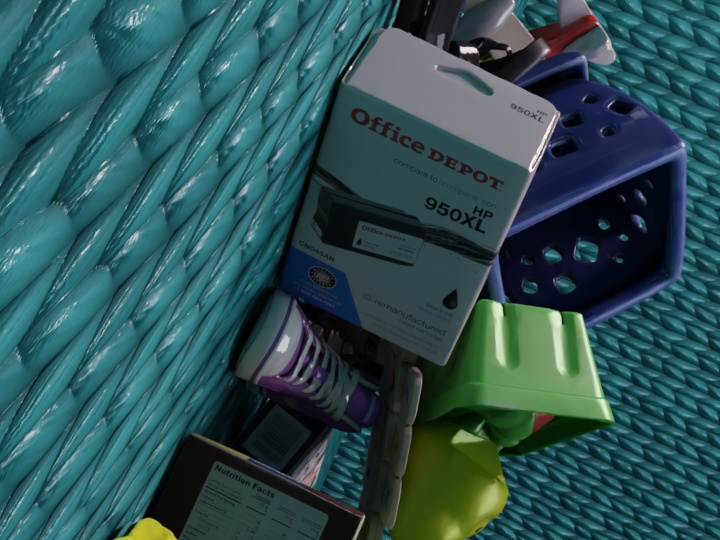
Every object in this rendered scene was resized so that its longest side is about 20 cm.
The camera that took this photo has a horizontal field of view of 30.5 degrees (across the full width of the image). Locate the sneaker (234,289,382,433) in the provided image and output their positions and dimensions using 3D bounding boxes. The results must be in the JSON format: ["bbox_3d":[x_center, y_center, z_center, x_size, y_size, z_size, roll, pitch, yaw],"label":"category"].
[{"bbox_3d":[-0.031,0.076,1.020,0.073,0.113,0.201,-63,174,-9],"label":"sneaker"}]

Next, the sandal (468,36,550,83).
[{"bbox_3d":[0.079,-0.162,1.122,0.076,0.043,0.199,-41,-164,-32],"label":"sandal"}]

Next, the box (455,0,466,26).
[{"bbox_3d":[0.063,-0.218,1.104,0.200,0.032,0.122,-57,171,-58],"label":"box"}]

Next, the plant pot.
[{"bbox_3d":[0.165,-0.067,1.202,0.198,0.181,0.201,-26,143,-8],"label":"plant pot"}]

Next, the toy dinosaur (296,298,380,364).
[{"bbox_3d":[0.000,0.000,1.202,0.200,0.085,0.137,-65,179,-78],"label":"toy dinosaur"}]

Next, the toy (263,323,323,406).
[{"bbox_3d":[-0.047,0.090,1.327,0.115,0.047,0.202,17,97,-84],"label":"toy"}]

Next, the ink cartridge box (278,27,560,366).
[{"bbox_3d":[0.037,-0.050,0.948,0.085,0.143,0.201,-60,173,-47],"label":"ink cartridge box"}]

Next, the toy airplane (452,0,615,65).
[{"bbox_3d":[0.158,-0.188,1.306,0.200,0.197,0.142,109,-5,-48],"label":"toy airplane"}]

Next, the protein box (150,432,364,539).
[{"bbox_3d":[-0.097,0.242,0.963,0.199,0.134,0.202,92,23,-80],"label":"protein box"}]

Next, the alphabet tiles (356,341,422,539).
[{"bbox_3d":[0.021,0.128,1.074,0.196,0.014,0.203,-132,-127,-84],"label":"alphabet tiles"}]

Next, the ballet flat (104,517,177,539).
[{"bbox_3d":[-0.127,0.182,0.731,0.068,0.066,0.200,-65,176,3],"label":"ballet flat"}]

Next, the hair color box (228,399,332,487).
[{"bbox_3d":[-0.082,0.187,1.226,0.100,0.060,0.200,-48,170,-23],"label":"hair color box"}]

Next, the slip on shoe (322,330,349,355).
[{"bbox_3d":[-0.044,0.135,1.427,0.076,0.060,0.202,-31,-149,54],"label":"slip on shoe"}]

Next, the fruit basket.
[{"bbox_3d":[0.097,0.142,1.076,0.215,0.153,0.219,-172,-90,-74],"label":"fruit basket"}]

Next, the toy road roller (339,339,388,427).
[{"bbox_3d":[0.063,0.101,1.366,0.200,0.144,0.124,66,44,-69],"label":"toy road roller"}]

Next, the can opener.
[{"bbox_3d":[0.052,-0.190,0.967,0.078,0.063,0.202,-25,138,-40],"label":"can opener"}]
